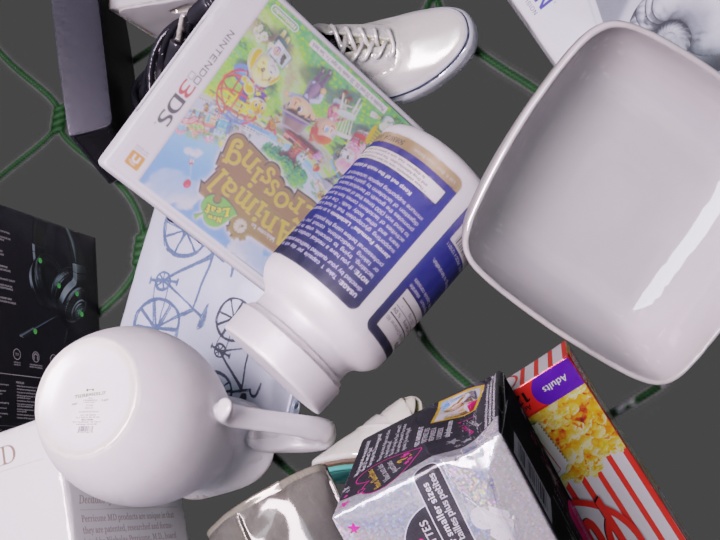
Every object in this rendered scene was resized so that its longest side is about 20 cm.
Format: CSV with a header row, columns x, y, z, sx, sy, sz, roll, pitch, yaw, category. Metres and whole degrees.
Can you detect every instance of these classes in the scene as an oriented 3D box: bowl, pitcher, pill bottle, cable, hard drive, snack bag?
x,y,z,sx,sy,sz,roll,pitch,yaw,category
0.183,-0.049,0.713,0.198,0.075,0.201,32,98,-8,bowl
-0.122,0.110,0.747,0.169,0.200,0.123,-11,67,18,pitcher
0.000,0.000,0.760,0.115,0.116,0.200,37,77,23,pill bottle
-0.144,-0.123,0.856,0.162,0.050,0.204,-5,84,44,cable
-0.234,-0.193,0.910,0.042,0.135,0.203,-10,75,0,hard drive
-0.115,0.032,0.879,0.197,0.021,0.191,15,87,24,snack bag

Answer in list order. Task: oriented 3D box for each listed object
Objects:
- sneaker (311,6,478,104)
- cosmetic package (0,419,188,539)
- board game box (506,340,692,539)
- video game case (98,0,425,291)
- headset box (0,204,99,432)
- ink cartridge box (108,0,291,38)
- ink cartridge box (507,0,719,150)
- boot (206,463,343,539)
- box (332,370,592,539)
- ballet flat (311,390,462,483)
x,y,z,sx,sy,sz,roll,pitch,yaw,category
-0.003,-0.172,0.842,0.197,0.071,0.074,-15,76,19,sneaker
-0.244,0.237,0.816,0.165,0.166,0.203,-19,73,18,cosmetic package
0.132,0.175,0.704,0.151,0.046,0.201,-34,93,13,board game box
-0.068,-0.094,0.789,0.183,0.199,0.022,-55,26,-6,video game case
-0.306,0.045,0.870,0.091,0.174,0.203,-10,77,19,headset box
-0.141,-0.321,0.917,0.143,0.083,0.204,-5,80,21,ink cartridge box
0.225,-0.218,0.775,0.199,0.041,0.201,-36,70,13,ink cartridge box
-0.051,0.254,0.657,0.181,0.073,0.201,-33,76,1,boot
0.081,0.188,0.622,0.114,0.132,0.202,-28,95,12,box
0.061,0.125,0.773,0.197,0.069,0.071,-4,79,14,ballet flat
